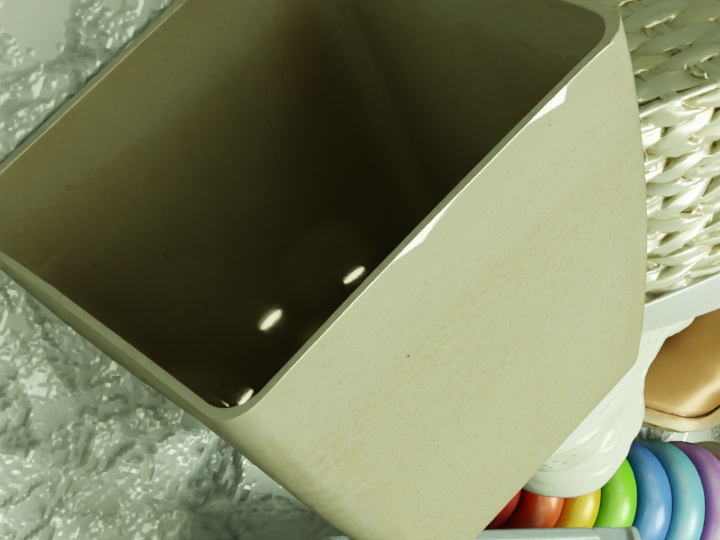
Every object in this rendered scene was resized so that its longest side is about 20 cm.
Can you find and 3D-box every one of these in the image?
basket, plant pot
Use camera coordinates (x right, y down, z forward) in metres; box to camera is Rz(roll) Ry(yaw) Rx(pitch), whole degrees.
[{"bbox_3d":[0.164,-0.083,0.793,0.200,0.136,0.123,-21,134,-13],"label":"basket"},{"bbox_3d":[0.000,0.000,0.719,0.200,0.200,0.177,-46,134,-14],"label":"plant pot"}]

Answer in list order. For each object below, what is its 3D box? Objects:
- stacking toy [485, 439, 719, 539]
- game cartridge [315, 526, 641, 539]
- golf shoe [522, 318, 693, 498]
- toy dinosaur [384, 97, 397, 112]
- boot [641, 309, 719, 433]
[{"bbox_3d":[0.110,0.119,0.916,0.200,0.085,0.085,11,99,-33],"label":"stacking toy"},{"bbox_3d":[0.025,0.150,0.827,0.200,0.133,0.042,4,63,-33],"label":"game cartridge"},{"bbox_3d":[0.116,0.006,0.848,0.200,0.075,0.092,-67,152,-24],"label":"golf shoe"},{"bbox_3d":[0.077,-0.166,0.813,0.106,0.060,0.200,8,107,-7],"label":"toy dinosaur"},{"bbox_3d":[0.184,0.005,0.920,0.200,0.077,0.155,3,90,-5],"label":"boot"}]
